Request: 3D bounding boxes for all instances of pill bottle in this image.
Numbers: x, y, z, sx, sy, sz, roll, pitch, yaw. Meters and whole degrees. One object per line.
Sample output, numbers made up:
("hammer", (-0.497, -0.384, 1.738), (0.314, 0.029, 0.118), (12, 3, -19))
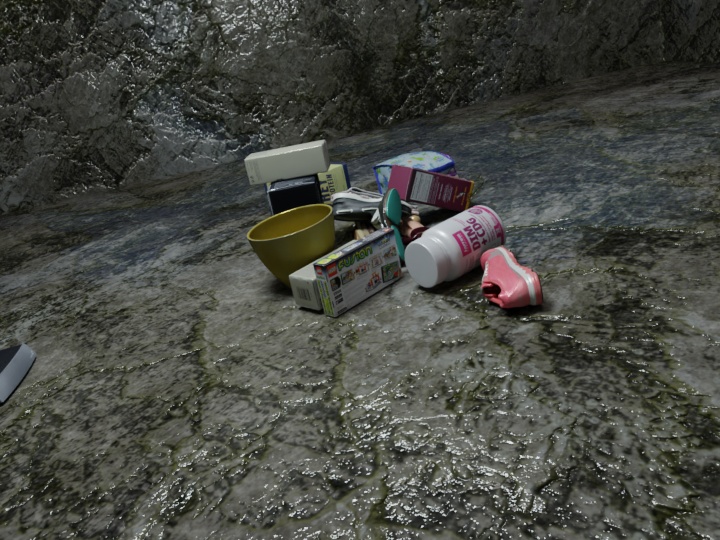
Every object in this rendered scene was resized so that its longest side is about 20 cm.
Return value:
("pill bottle", (0.191, -0.047, 1.207), (0.199, 0.115, 0.113), (-27, 25, -32))

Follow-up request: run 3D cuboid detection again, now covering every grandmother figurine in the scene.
("grandmother figurine", (0.139, -0.087, 1.420), (0.120, 0.061, 0.200), (-26, 20, -9))

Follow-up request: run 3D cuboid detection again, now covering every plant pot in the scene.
("plant pot", (-0.138, -0.044, 1.339), (0.197, 0.144, 0.201), (-14, 22, 6))

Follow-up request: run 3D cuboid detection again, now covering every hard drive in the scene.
("hard drive", (-0.738, 0.212, 1.182), (0.133, 0.043, 0.200), (-15, 21, -6))

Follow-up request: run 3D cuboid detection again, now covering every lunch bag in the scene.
("lunch bag", (0.167, -0.298, 1.837), (0.169, 0.129, 0.199), (-26, 15, -32))

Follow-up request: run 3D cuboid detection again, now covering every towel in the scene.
("towel", (0.036, -0.176, 1.572), (0.197, 0.033, 0.191), (12, -2, -16))

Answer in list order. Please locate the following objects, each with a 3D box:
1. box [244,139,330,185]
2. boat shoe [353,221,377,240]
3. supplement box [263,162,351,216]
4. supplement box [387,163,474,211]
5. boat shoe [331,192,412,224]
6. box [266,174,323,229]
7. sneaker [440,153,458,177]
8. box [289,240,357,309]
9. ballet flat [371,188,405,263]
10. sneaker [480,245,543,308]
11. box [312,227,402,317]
("box", (-0.178, -0.266, 1.472), (0.197, 0.069, 0.082), (-8, 22, 8))
("boat shoe", (0.019, -0.085, 1.481), (0.071, 0.073, 0.200), (5, 18, -3))
("supplement box", (-0.164, -0.248, 1.886), (0.199, 0.136, 0.199), (-29, 26, -36))
("supplement box", (0.184, -0.217, 1.574), (0.197, 0.087, 0.110), (7, 11, -26))
("boat shoe", (0.028, -0.140, 1.452), (0.197, 0.061, 0.076), (5, -21, 3))
("box", (-0.151, -0.139, 1.514), (0.122, 0.203, 0.197), (-11, 21, 0))
("sneaker", (0.262, -0.340, 1.944), (0.079, 0.090, 0.200), (-17, 20, -8))
("box", (-0.048, 0.005, 1.253), (0.082, 0.069, 0.199), (10, 30, 45))
("ballet flat", (0.059, -0.099, 1.372), (0.068, 0.068, 0.202), (-20, 54, 28))
("sneaker", (0.249, 0.012, 1.082), (0.086, 0.075, 0.200), (-17, 21, -7))
("box", (0.000, 0.000, 1.202), (0.199, 0.112, 0.034), (-28, 26, -37))
